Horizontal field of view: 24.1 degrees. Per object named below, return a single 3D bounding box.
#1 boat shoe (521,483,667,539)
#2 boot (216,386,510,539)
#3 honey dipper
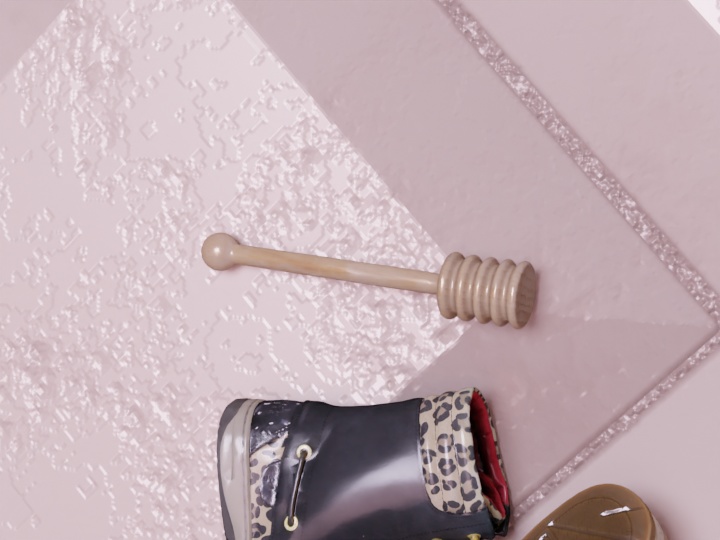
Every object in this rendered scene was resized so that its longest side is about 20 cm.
[{"bbox_3d":[0.077,0.191,0.897,0.200,0.065,0.072,-37,52,4],"label":"boat shoe"},{"bbox_3d":[0.007,0.165,0.936,0.153,0.073,0.205,-8,92,18],"label":"boot"},{"bbox_3d":[0.000,0.000,0.950,0.199,0.038,0.038,9,97,24],"label":"honey dipper"}]
